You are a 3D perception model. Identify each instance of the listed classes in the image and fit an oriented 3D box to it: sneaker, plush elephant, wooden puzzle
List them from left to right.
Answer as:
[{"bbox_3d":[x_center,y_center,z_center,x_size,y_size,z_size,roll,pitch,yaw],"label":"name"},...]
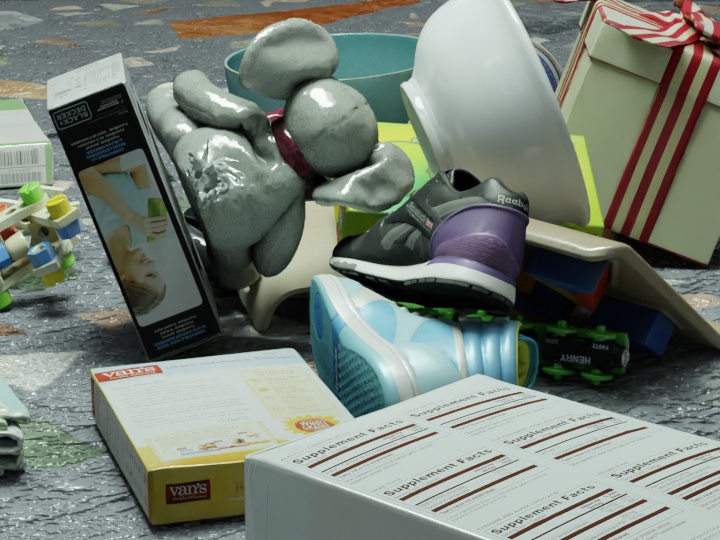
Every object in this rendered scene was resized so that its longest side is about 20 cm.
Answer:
[{"bbox_3d":[-0.055,-0.087,1.573,0.154,0.165,0.200,-24,3,-7],"label":"plush elephant"},{"bbox_3d":[0.044,0.054,1.465,0.130,0.080,0.200,-8,27,-16],"label":"sneaker"},{"bbox_3d":[0.054,-0.024,1.495,0.076,0.088,0.200,22,-9,-30],"label":"sneaker"},{"bbox_3d":[0.148,0.010,1.564,0.185,0.046,0.200,17,-9,40],"label":"wooden puzzle"}]

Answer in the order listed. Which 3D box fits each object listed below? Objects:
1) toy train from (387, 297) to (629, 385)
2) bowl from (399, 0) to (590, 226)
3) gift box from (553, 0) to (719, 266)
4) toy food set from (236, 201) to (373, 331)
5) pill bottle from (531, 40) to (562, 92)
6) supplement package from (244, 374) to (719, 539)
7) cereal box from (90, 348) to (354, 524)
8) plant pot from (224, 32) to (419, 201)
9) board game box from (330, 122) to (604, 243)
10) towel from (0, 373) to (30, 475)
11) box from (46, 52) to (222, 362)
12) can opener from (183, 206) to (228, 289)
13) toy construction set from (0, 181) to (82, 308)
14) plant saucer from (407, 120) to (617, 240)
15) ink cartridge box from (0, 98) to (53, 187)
[{"bbox_3d":[0.100,0.048,1.552,0.199,0.042,0.056,7,7,24],"label":"toy train"},{"bbox_3d":[0.088,-0.109,1.589,0.090,0.202,0.201,-23,18,-2],"label":"bowl"},{"bbox_3d":[0.234,-0.136,1.820,0.199,0.187,0.185,20,15,-8],"label":"gift box"},{"bbox_3d":[0.000,0.000,1.714,0.199,0.061,0.144,-6,28,-15],"label":"toy food set"},{"bbox_3d":[0.123,-0.158,2.127,0.115,0.116,0.200,5,16,19],"label":"pill bottle"},{"bbox_3d":[0.072,0.165,0.861,0.199,0.192,0.147,14,21,43],"label":"supplement package"},{"bbox_3d":[-0.083,0.100,1.374,0.143,0.040,0.200,-5,16,-15],"label":"cereal box"},{"bbox_3d":[-0.022,-0.131,1.999,0.199,0.135,0.200,-2,18,1],"label":"plant pot"},{"bbox_3d":[0.080,-0.060,1.684,0.199,0.048,0.102,3,46,-10],"label":"board game box"},{"bbox_3d":[-0.314,0.091,1.405,0.170,0.048,0.200,-7,17,-22],"label":"towel"},{"bbox_3d":[-0.165,-0.047,1.590,0.060,0.201,0.117,-20,16,-2],"label":"box"},{"bbox_3d":[-0.149,-0.016,1.753,0.079,0.064,0.200,-42,20,-23],"label":"can opener"},{"bbox_3d":[-0.281,-0.032,1.750,0.131,0.092,0.200,-26,10,-1],"label":"toy construction set"},{"bbox_3d":[0.119,-0.062,1.826,0.200,0.036,0.200,27,14,-8],"label":"plant saucer"},{"bbox_3d":[-0.389,-0.124,2.159,0.145,0.048,0.200,-5,16,-16],"label":"ink cartridge box"}]
